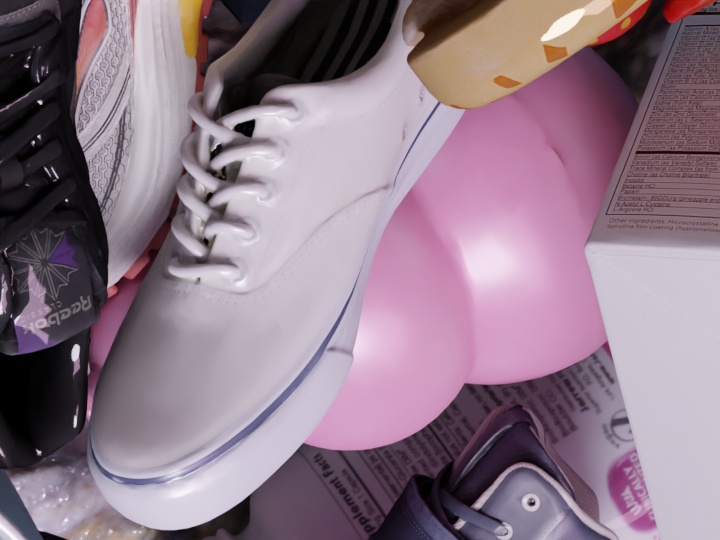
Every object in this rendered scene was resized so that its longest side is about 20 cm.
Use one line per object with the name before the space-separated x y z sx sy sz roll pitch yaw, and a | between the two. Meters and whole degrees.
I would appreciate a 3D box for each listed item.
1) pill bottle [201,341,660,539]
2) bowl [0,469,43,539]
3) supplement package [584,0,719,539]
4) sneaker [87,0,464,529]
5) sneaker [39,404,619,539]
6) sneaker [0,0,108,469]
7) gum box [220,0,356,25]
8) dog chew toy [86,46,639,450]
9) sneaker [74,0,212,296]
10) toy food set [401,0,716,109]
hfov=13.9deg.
pill bottle | 0.031 0.096 1.068 0.200 0.113 0.113 -33 137 -5
bowl | -0.173 0.103 0.877 0.200 0.105 0.201 0 116 0
supplement package | 0.182 -0.005 0.954 0.191 0.147 0.200 72 31 -42
sneaker | -0.030 -0.022 0.847 0.200 0.073 0.071 -64 144 -28
sneaker | -0.011 0.093 0.958 0.202 0.077 0.146 25 106 -14
sneaker | -0.092 -0.028 0.788 0.076 0.088 0.200 -23 144 -23
gum box | 0.047 -0.175 0.895 0.170 0.045 0.200 -7 128 -29
dog chew toy | 0.000 0.000 0.942 0.200 0.125 0.125 -31 138 -21
sneaker | -0.089 -0.078 0.875 0.082 0.078 0.200 0 120 -22
toy food set | 0.101 -0.105 0.802 0.198 0.049 0.200 -29 178 6
